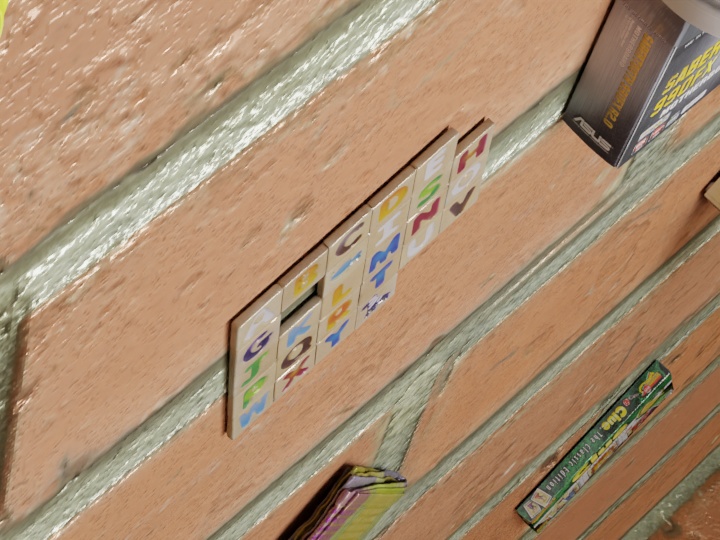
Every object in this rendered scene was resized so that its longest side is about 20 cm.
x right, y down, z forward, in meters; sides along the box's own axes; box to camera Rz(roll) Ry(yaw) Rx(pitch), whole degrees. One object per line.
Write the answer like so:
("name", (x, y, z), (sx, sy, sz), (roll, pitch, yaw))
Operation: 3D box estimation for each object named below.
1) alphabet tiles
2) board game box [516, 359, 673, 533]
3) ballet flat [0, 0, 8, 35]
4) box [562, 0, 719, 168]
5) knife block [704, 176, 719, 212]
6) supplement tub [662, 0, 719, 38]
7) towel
("alphabet tiles", (0.000, 0.000, 1.441), (0.200, 0.008, 0.167), (-42, 164, -19))
("board game box", (0.231, 0.174, 2.537), (0.200, 0.023, 0.105), (-47, 163, -2))
("ballet flat", (-0.158, -0.037, 0.770), (0.200, 0.067, 0.067), (-42, 164, -21))
("box", (0.218, -0.168, 1.533), (0.200, 0.048, 0.159), (-39, 164, -30))
("knife block", (0.370, -0.035, 2.067), (0.200, 0.176, 0.064), (-49, 166, 5))
("supplement tub", (0.208, -0.210, 1.200), (0.145, 0.145, 0.200), (-39, 163, -27))
("towel", (-0.048, 0.215, 1.846), (0.200, 0.023, 0.144), (-48, 166, 8))
